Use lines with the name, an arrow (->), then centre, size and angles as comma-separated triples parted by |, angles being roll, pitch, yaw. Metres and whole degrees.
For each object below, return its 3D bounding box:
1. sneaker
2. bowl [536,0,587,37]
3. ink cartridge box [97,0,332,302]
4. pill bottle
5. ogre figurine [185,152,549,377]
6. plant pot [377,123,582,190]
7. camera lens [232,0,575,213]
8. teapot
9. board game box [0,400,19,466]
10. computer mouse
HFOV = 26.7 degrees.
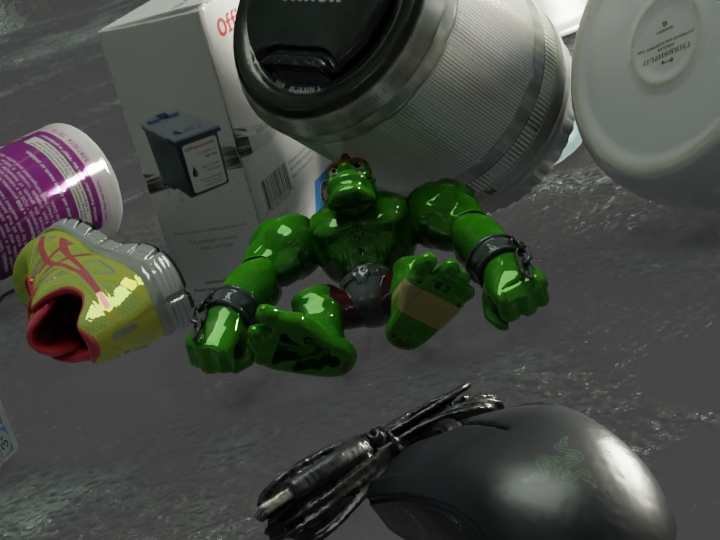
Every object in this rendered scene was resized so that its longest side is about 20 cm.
sneaker -> -0.198, 0.020, 1.031 | 0.090, 0.079, 0.199 | -37, 23, -29
bowl -> 0.158, -0.291, 1.570 | 0.199, 0.091, 0.201 | -15, 18, 5
ink cartridge box -> -0.090, -0.100, 1.071 | 0.085, 0.202, 0.147 | -9, 19, 23
pill bottle -> -0.296, -0.033, 1.212 | 0.112, 0.113, 0.199 | 1, 25, 44
ogre figurine -> 0.000, 0.000, 0.883 | 0.199, 0.098, 0.120 | -28, 33, 17
plant pot -> 0.059, -0.143, 1.162 | 0.198, 0.135, 0.201 | -16, 18, 5
camera lens -> 0.030, -0.134, 0.960 | 0.159, 0.162, 0.199 | -4, -18, 36
teapot -> 0.232, -0.120, 0.924 | 0.145, 0.199, 0.200 | 13, 22, -35
board game box -> -0.319, 0.093, 0.884 | 0.198, 0.106, 0.103 | -8, 20, 26
computer mouse -> 0.048, 0.086, 0.643 | 0.138, 0.053, 0.199 | -26, 20, -26
